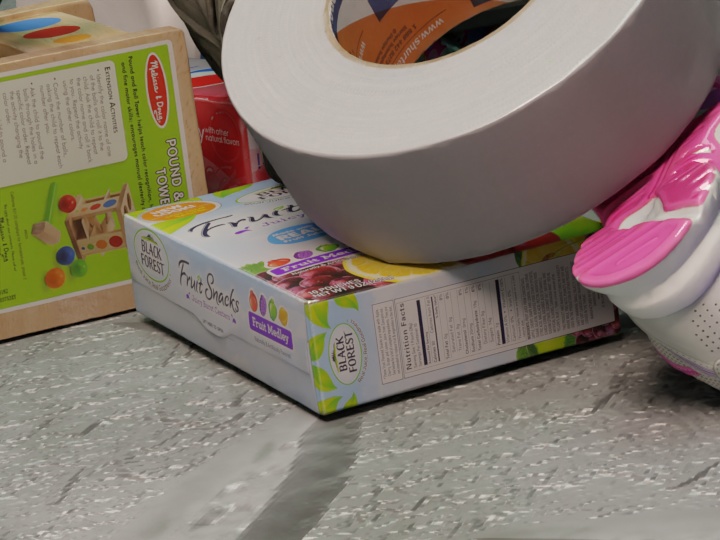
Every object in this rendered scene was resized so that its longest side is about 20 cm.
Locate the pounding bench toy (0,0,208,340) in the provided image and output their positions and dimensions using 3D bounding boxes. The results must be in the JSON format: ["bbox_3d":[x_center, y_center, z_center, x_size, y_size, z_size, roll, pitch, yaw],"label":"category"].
[{"bbox_3d":[-0.165,-0.088,1.327,0.124,0.200,0.156,-14,17,-22],"label":"pounding bench toy"}]

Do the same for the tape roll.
[{"bbox_3d":[0.046,-0.098,1.144,0.200,0.066,0.201,-19,41,17],"label":"tape roll"}]

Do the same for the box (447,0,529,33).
[{"bbox_3d":[0.085,-0.164,1.311,0.200,0.046,0.159,-9,23,21],"label":"box"}]

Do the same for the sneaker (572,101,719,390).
[{"bbox_3d":[0.140,-0.006,1.103,0.081,0.088,0.200,-34,10,24],"label":"sneaker"}]

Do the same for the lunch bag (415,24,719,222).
[{"bbox_3d":[0.108,-0.086,1.345,0.170,0.122,0.200,-11,21,-10],"label":"lunch bag"}]

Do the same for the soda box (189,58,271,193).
[{"bbox_3d":[-0.089,-0.067,1.432,0.063,0.070,0.200,-17,18,-35],"label":"soda box"}]

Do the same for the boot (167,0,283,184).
[{"bbox_3d":[-0.061,-0.144,1.249,0.068,0.200,0.131,-26,33,-2],"label":"boot"}]

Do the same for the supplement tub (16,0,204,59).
[{"bbox_3d":[-0.091,-0.167,1.682,0.144,0.145,0.200,7,21,43],"label":"supplement tub"}]

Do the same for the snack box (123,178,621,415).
[{"bbox_3d":[0.000,0.000,1.205,0.142,0.053,0.200,-13,17,-23],"label":"snack box"}]
